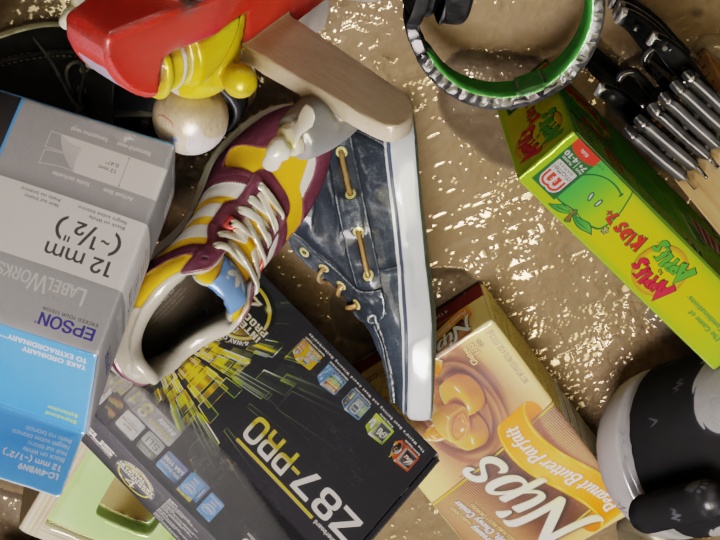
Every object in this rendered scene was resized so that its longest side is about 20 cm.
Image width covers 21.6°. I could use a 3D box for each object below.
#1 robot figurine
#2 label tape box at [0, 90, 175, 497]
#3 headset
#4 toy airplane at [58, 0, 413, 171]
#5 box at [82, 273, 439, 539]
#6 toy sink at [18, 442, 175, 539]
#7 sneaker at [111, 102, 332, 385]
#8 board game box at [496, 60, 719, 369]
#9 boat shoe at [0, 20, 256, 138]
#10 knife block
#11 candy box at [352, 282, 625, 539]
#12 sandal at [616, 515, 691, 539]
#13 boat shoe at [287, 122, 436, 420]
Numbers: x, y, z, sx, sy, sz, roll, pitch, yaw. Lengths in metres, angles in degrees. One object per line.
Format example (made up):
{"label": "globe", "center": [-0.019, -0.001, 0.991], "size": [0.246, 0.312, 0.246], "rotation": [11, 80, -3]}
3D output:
{"label": "robot figurine", "center": [0.252, 0.114, 1.267], "size": [0.149, 0.126, 0.199], "rotation": [13, 157, -39]}
{"label": "label tape box", "center": [-0.199, 0.005, 1.050], "size": [0.142, 0.202, 0.066], "rotation": [17, 154, 0]}
{"label": "headset", "center": [0.075, -0.186, 1.120], "size": [0.122, 0.094, 0.202], "rotation": [-20, 115, 6]}
{"label": "toy airplane", "center": [-0.078, -0.135, 1.080], "size": [0.197, 0.200, 0.142], "rotation": [12, 114, -17]}
{"label": "box", "center": [-0.069, 0.106, 1.198], "size": [0.200, 0.161, 0.049], "rotation": [46, 147, -1]}
{"label": "toy sink", "center": [-0.114, 0.138, 1.286], "size": [0.199, 0.112, 0.131], "rotation": [25, 116, -19]}
{"label": "sneaker", "center": [-0.076, -0.012, 1.125], "size": [0.075, 0.090, 0.200], "rotation": [43, 83, -29]}
{"label": "board game box", "center": [0.174, -0.035, 1.216], "size": [0.048, 0.102, 0.200], "rotation": [-40, 116, 17]}
{"label": "boat shoe", "center": [-0.163, -0.109, 1.164], "size": [0.197, 0.062, 0.075], "rotation": [0, 123, -4]}
{"label": "knife block", "center": [0.224, -0.095, 1.218], "size": [0.064, 0.176, 0.199], "rotation": [-42, 161, 20]}
{"label": "candy box", "center": [0.093, 0.119, 1.328], "size": [0.115, 0.055, 0.200], "rotation": [-31, 119, 12]}
{"label": "sandal", "center": [0.226, 0.252, 1.395], "size": [0.054, 0.080, 0.201], "rotation": [-50, 134, -26]}
{"label": "boat shoe", "center": [0.000, 0.000, 1.223], "size": [0.090, 0.071, 0.203], "rotation": [-5, 98, 5]}
